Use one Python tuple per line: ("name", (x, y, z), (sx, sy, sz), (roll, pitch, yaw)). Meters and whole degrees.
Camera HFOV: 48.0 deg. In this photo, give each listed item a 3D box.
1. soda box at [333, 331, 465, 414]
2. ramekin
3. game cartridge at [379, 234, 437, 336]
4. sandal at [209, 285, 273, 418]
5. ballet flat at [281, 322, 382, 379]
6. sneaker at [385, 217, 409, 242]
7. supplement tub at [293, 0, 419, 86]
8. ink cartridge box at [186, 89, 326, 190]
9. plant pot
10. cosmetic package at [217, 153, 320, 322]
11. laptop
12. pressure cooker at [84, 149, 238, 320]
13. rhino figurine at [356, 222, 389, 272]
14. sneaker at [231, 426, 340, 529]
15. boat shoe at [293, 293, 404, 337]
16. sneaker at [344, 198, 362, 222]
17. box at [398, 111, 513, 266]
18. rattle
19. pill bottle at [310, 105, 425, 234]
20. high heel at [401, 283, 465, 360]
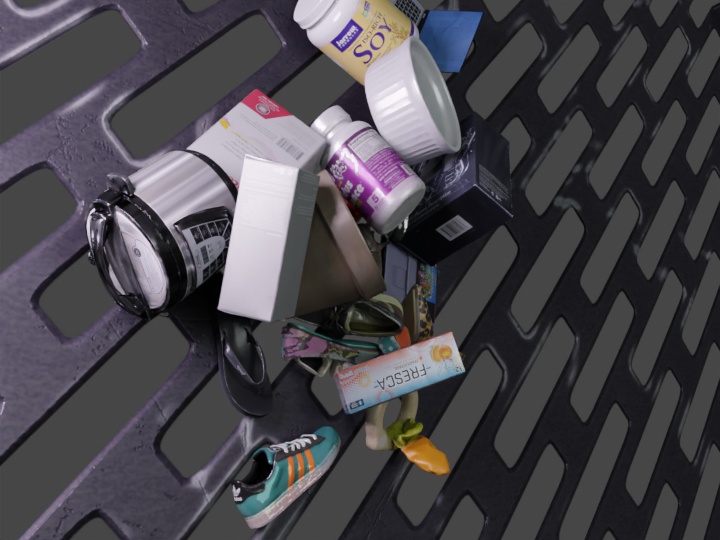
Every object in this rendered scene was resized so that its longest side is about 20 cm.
("soda box", (0.060, 0.161, 1.262), (0.195, 0.064, 0.070), (-18, 82, -10))
("ramekin", (0.087, -0.278, 1.361), (0.201, 0.096, 0.204), (49, 30, -40))
("game cartridge", (0.085, 0.023, 1.461), (0.127, 0.038, 0.205), (18, 66, -32))
("sandal", (-0.176, 0.120, 1.193), (0.075, 0.042, 0.205), (-17, 89, -43))
("ballet flat", (-0.049, 0.136, 1.290), (0.197, 0.068, 0.073), (17, 84, -40))
("sneaker", (0.023, -0.134, 1.416), (0.078, 0.074, 0.204), (-3, 58, -33))
("supplement tub", (-0.007, -0.434, 1.438), (0.198, 0.144, 0.148), (32, 58, -30))
("ink cartridge box", (-0.166, -0.160, 1.226), (0.146, 0.086, 0.201), (37, 54, 4))
("plant pot", (-0.077, -0.018, 1.201), (0.171, 0.200, 0.203), (-29, 99, -2))
("cosmetic package", (-0.120, -0.040, 1.075), (0.107, 0.088, 0.205), (4, 100, -78))
("laptop", (0.118, -0.496, 1.587), (0.199, 0.115, 0.190), (41, 53, -25))
("pressure cooker", (-0.268, -0.043, 1.076), (0.177, 0.178, 0.200), (49, 50, 1))
("rhino figurine", (0.000, 0.000, 1.374), (0.086, 0.059, 0.204), (31, 57, -26))
("sneaker", (-0.107, 0.282, 1.187), (0.199, 0.071, 0.081), (-39, 107, -40))
("boat shoe", (-0.023, 0.066, 1.278), (0.195, 0.066, 0.074), (9, 111, -12))
("sneaker", (-0.079, -0.107, 1.315), (0.196, 0.089, 0.080), (7, 74, -38))
("box", (0.165, -0.143, 1.444), (0.103, 0.198, 0.185), (33, 44, -28))
("rattle", (0.087, 0.206, 1.304), (0.128, 0.142, 0.205), (15, 92, -36))
("pill bottle", (0.004, -0.166, 1.302), (0.200, 0.113, 0.112), (47, 47, 12))
("high heel", (0.130, 0.101, 1.403), (0.140, 0.071, 0.205), (-15, 121, -30))
